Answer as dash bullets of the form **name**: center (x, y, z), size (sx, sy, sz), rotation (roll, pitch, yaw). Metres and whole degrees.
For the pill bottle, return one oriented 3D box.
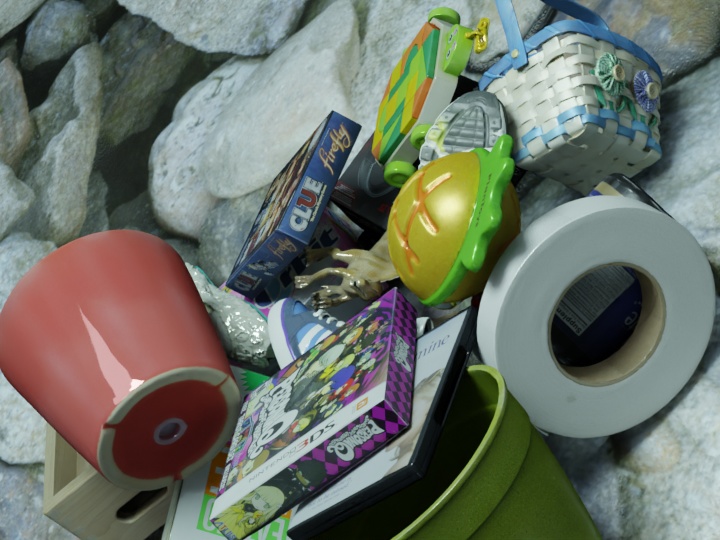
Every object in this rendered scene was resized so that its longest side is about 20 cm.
- **pill bottle**: center (0.190, 0.021, 1.262), size (0.200, 0.112, 0.112), rotation (-46, 41, 6)

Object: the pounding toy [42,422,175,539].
- **pounding toy**: center (-0.204, 0.188, 1.495), size (0.200, 0.142, 0.184), rotation (-38, 32, 15)

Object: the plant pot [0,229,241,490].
- **plant pot**: center (-0.210, 0.092, 1.332), size (0.200, 0.200, 0.177), rotation (-46, 50, 5)

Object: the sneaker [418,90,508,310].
- **sneaker**: center (0.093, -0.066, 1.329), size (0.074, 0.085, 0.200), rotation (17, 102, 20)

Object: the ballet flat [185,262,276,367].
- **ballet flat**: center (-0.153, 0.053, 1.470), size (0.072, 0.072, 0.200), rotation (-54, 38, -4)

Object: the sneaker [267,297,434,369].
- **sneaker**: center (0.002, 0.072, 1.351), size (0.146, 0.081, 0.200), rotation (-31, 40, 10)

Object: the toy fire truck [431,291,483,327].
- **toy fire truck**: center (0.058, 0.095, 1.373), size (0.200, 0.049, 0.141), rotation (-6, 58, 40)

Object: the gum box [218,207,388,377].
- **gum box**: center (-0.080, 0.036, 1.524), size (0.200, 0.066, 0.114), rotation (-43, 43, 9)

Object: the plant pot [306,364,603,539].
- **plant pot**: center (0.097, 0.210, 1.121), size (0.200, 0.193, 0.200), rotation (-41, 15, 14)

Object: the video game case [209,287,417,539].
- **video game case**: center (-0.034, 0.115, 1.198), size (0.181, 0.036, 0.200), rotation (-36, 17, 19)

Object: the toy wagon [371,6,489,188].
- **toy wagon**: center (0.065, -0.179, 1.391), size (0.200, 0.040, 0.155), rotation (128, 155, -57)

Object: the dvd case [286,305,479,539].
- **dvd case**: center (0.022, 0.119, 1.154), size (0.143, 0.018, 0.200), rotation (-35, 17, 35)

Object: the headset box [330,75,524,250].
- **headset box**: center (0.071, -0.098, 1.480), size (0.200, 0.077, 0.149), rotation (-53, 41, -4)

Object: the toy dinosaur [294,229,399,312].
- **toy dinosaur**: center (0.000, 0.000, 1.345), size (0.101, 0.058, 0.200), rotation (-9, 20, 15)

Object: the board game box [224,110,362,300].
- **board game box**: center (-0.069, -0.060, 1.426), size (0.136, 0.035, 0.200), rotation (-67, 11, -23)

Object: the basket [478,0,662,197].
- **basket**: center (0.198, -0.181, 1.361), size (0.139, 0.176, 0.200), rotation (-36, 55, 35)

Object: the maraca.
- **maraca**: center (0.084, -0.040, 1.198), size (0.200, 0.107, 0.137), rotation (142, 141, -72)

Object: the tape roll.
- **tape roll**: center (0.192, 0.040, 1.179), size (0.203, 0.203, 0.037), rotation (-49, 28, 2)

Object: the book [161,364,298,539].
- **book**: center (-0.106, 0.199, 1.390), size (0.048, 0.133, 0.200), rotation (130, 155, -59)
